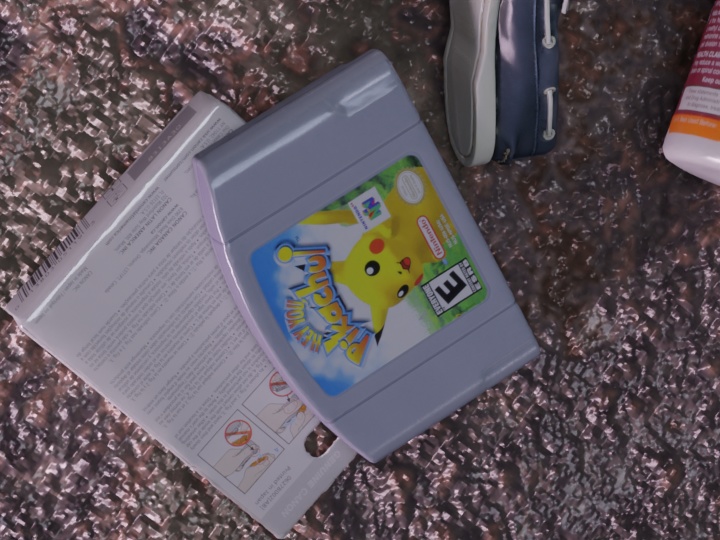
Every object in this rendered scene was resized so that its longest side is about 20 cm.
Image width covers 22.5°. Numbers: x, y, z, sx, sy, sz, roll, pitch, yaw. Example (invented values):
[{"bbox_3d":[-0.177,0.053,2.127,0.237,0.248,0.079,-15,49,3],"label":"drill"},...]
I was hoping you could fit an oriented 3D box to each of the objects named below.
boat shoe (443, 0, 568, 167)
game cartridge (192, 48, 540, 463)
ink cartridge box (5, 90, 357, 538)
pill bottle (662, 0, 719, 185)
[{"bbox_3d":[0.084,-0.148,0.955,0.062,0.075,0.200,-8,115,-17],"label":"boat shoe"},{"bbox_3d":[0.000,0.000,0.968,0.133,0.040,0.200,-32,111,-5],"label":"game cartridge"},{"bbox_3d":[-0.066,0.026,0.994,0.161,0.050,0.200,-48,115,-2],"label":"ink cartridge box"},{"bbox_3d":[0.249,-0.136,0.975,0.114,0.114,0.200,20,92,-7],"label":"pill bottle"}]
